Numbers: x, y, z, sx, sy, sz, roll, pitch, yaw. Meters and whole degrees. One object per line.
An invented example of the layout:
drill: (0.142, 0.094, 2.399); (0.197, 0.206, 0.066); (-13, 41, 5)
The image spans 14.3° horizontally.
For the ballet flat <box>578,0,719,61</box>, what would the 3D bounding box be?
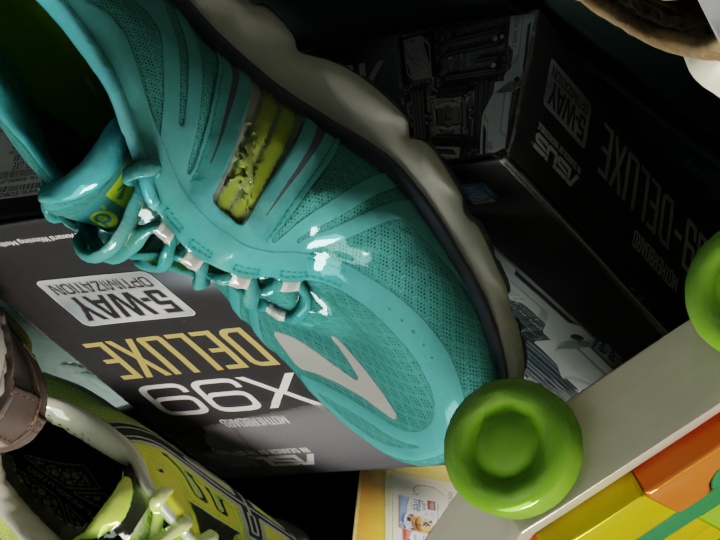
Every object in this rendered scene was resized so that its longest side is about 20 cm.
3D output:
ballet flat: (0.011, -0.096, 0.556); (0.200, 0.072, 0.068); (35, 122, 19)

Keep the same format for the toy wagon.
toy wagon: (0.110, 0.029, 0.726); (0.200, 0.040, 0.155); (-34, 157, 12)

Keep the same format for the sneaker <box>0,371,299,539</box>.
sneaker: (-0.054, 0.101, 0.884); (0.199, 0.076, 0.076); (31, 173, 14)

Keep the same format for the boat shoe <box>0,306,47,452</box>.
boat shoe: (-0.182, 0.001, 0.871); (0.199, 0.072, 0.060); (25, 173, 23)

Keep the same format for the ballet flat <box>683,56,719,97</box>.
ballet flat: (0.076, -0.077, 0.624); (0.200, 0.076, 0.068); (31, 149, -27)

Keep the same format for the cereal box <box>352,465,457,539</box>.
cereal box: (0.097, 0.098, 0.971); (0.199, 0.040, 0.144); (12, 150, 3)

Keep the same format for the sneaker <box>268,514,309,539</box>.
sneaker: (-0.087, 0.133, 1.093); (0.092, 0.076, 0.200); (20, 153, -19)

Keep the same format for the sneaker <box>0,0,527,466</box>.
sneaker: (-0.044, -0.021, 0.706); (0.200, 0.080, 0.077); (45, 132, -5)

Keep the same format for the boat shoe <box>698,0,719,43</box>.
boat shoe: (0.089, -0.093, 0.493); (0.072, 0.201, 0.066); (-6, 156, -32)

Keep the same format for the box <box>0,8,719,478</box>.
box: (0.000, 0.000, 0.828); (0.199, 0.050, 0.158); (-6, 146, 33)
